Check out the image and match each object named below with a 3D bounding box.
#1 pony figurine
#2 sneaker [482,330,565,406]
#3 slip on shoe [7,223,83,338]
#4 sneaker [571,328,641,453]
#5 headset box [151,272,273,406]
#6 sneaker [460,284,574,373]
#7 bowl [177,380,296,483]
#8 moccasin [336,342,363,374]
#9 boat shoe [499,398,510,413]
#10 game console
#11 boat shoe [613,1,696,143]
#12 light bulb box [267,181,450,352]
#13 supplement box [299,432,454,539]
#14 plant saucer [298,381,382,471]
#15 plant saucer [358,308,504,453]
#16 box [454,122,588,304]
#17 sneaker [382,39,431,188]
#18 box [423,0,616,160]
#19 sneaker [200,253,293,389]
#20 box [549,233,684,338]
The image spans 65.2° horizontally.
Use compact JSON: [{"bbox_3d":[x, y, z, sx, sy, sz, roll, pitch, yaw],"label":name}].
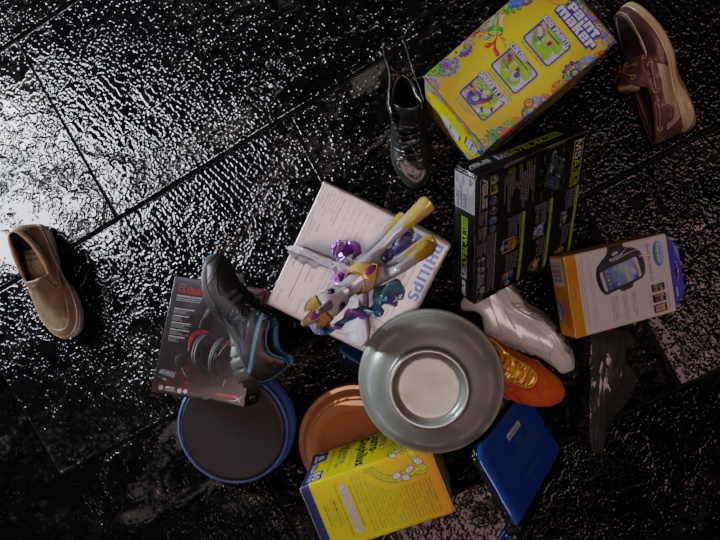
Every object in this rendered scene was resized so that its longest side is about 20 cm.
[{"bbox_3d":[-0.001,0.003,0.701,0.200,0.193,0.167,-39,94,-11],"label":"pony figurine"},{"bbox_3d":[0.204,0.142,0.801,0.200,0.077,0.073,27,88,-4],"label":"sneaker"},{"bbox_3d":[-0.522,0.021,0.929,0.076,0.061,0.200,-13,95,7],"label":"slip on shoe"},{"bbox_3d":[0.375,0.181,0.852,0.091,0.076,0.201,2,98,-1],"label":"sneaker"},{"bbox_3d":[-0.224,0.100,0.881,0.148,0.075,0.200,9,81,5],"label":"headset box"},{"bbox_3d":[0.236,0.091,0.861,0.200,0.078,0.099,45,107,6],"label":"sneaker"},{"bbox_3d":[-0.207,0.256,0.934,0.200,0.039,0.201,1,96,5],"label":"bowl"},{"bbox_3d":[0.050,0.174,0.872,0.200,0.080,0.068,23,118,16],"label":"moccasin"},{"bbox_3d":[0.160,0.135,0.872,0.201,0.072,0.066,42,90,-2],"label":"boat shoe"},{"bbox_3d":[0.206,0.304,0.817,0.118,0.200,0.171,-34,84,36],"label":"game console"},{"bbox_3d":[0.400,-0.277,0.800,0.072,0.072,0.200,-27,99,7],"label":"boat shoe"},{"bbox_3d":[0.000,0.000,0.842,0.200,0.125,0.199,26,97,2],"label":"light bulb box"},{"bbox_3d":[0.027,0.320,0.850,0.200,0.109,0.110,-21,94,6],"label":"supplement box"},{"bbox_3d":[-0.003,0.283,0.920,0.200,0.032,0.201,1,97,6],"label":"plant saucer"},{"bbox_3d":[0.092,0.153,0.754,0.200,0.050,0.201,1,93,10],"label":"plant saucer"},{"bbox_3d":[0.215,-0.076,0.763,0.193,0.048,0.200,-26,130,-23],"label":"box"},{"bbox_3d":[0.066,-0.221,0.821,0.060,0.104,0.200,-7,95,7],"label":"sneaker"},{"bbox_3d":[0.197,-0.255,0.753,0.193,0.200,0.122,-40,88,9],"label":"box"},{"bbox_3d":[-0.159,0.063,0.802,0.082,0.073,0.200,-23,90,20],"label":"sneaker"},{"bbox_3d":[0.379,0.018,0.824,0.200,0.041,0.119,-12,95,-16],"label":"box"}]
